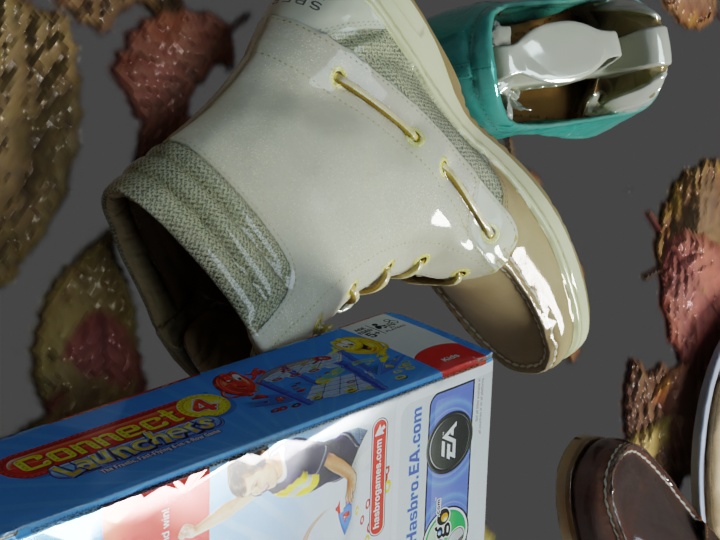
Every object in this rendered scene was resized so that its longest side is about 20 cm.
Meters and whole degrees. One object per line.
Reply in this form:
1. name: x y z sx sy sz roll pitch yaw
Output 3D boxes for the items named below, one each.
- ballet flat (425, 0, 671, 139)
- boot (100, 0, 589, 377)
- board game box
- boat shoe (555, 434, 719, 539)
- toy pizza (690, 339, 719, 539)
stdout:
1. ballet flat: 0.097 -0.091 0.730 0.199 0.070 0.068 -15 100 -45
2. boot: 0.000 0.000 0.628 0.201 0.072 0.155 55 53 -25
3. board game box: -0.045 0.135 0.543 0.194 0.056 0.203 -16 116 -39
4. boat shoe: 0.161 0.160 0.797 0.071 0.070 0.201 -50 122 -33
5. toy pizza: 0.241 0.112 0.897 0.199 0.031 0.203 4 84 -49
